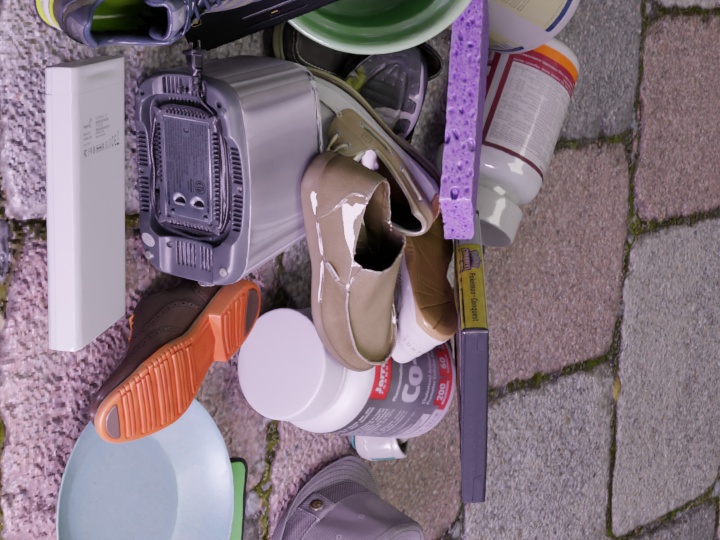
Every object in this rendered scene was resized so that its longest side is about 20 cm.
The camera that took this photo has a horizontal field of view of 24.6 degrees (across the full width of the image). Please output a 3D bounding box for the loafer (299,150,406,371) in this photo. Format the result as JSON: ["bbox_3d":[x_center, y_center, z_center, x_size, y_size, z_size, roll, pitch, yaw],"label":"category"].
[{"bbox_3d":[0.000,0.000,1.346,0.076,0.067,0.201,-44,132,-40],"label":"loafer"}]

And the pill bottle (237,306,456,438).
[{"bbox_3d":[-0.011,0.091,1.483,0.199,0.113,0.115,11,89,-54],"label":"pill bottle"}]

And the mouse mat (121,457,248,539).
[{"bbox_3d":[-0.155,0.268,1.420,0.160,0.007,0.202,-5,101,-53],"label":"mouse mat"}]

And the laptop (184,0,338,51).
[{"bbox_3d":[-0.078,-0.281,1.239,0.176,0.103,0.201,-21,106,-2],"label":"laptop"}]

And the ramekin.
[{"bbox_3d":[0.004,-0.283,1.355,0.198,0.098,0.202,-2,104,-8],"label":"ramekin"}]

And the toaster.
[{"bbox_3d":[-0.103,-0.094,1.319,0.129,0.113,0.201,-26,121,-52],"label":"toaster"}]

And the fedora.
[{"bbox_3d":[-0.003,0.276,1.556,0.200,0.090,0.178,-29,120,-47],"label":"fedora"}]

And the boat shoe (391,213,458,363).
[{"bbox_3d":[0.040,0.001,1.481,0.071,0.069,0.201,34,32,-25],"label":"boat shoe"}]

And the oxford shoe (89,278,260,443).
[{"bbox_3d":[-0.160,0.066,1.308,0.200,0.073,0.072,-43,145,-47],"label":"oxford shoe"}]

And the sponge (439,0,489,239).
[{"bbox_3d":[0.091,-0.138,1.431,0.112,0.030,0.202,69,25,-74],"label":"sponge"}]

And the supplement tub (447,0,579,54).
[{"bbox_3d":[0.105,-0.293,1.526,0.200,0.144,0.146,15,86,-54],"label":"supplement tub"}]

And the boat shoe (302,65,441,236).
[{"bbox_3d":[-0.013,-0.102,1.394,0.199,0.075,0.069,32,30,-12],"label":"boat shoe"}]

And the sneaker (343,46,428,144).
[{"bbox_3d":[0.012,-0.121,1.480,0.085,0.074,0.201,-41,159,-57],"label":"sneaker"}]

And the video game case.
[{"bbox_3d":[0.101,0.077,1.507,0.181,0.025,0.201,-89,177,-54],"label":"video game case"}]

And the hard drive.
[{"bbox_3d":[-0.202,-0.054,1.219,0.132,0.026,0.202,-54,146,-77],"label":"hard drive"}]

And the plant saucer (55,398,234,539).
[{"bbox_3d":[-0.181,0.192,1.327,0.200,0.038,0.203,3,87,-53],"label":"plant saucer"}]

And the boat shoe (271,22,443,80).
[{"bbox_3d":[0.002,-0.200,1.474,0.200,0.066,0.072,2,97,-54],"label":"boat shoe"}]

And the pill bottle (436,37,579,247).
[{"bbox_3d":[0.139,-0.133,1.638,0.109,0.109,0.201,37,69,-51],"label":"pill bottle"}]

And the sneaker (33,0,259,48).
[{"bbox_3d":[-0.134,-0.201,1.214,0.199,0.081,0.074,-19,132,-18],"label":"sneaker"}]

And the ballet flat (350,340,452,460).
[{"bbox_3d":[0.055,0.096,1.615,0.069,0.069,0.201,41,65,-49],"label":"ballet flat"}]
